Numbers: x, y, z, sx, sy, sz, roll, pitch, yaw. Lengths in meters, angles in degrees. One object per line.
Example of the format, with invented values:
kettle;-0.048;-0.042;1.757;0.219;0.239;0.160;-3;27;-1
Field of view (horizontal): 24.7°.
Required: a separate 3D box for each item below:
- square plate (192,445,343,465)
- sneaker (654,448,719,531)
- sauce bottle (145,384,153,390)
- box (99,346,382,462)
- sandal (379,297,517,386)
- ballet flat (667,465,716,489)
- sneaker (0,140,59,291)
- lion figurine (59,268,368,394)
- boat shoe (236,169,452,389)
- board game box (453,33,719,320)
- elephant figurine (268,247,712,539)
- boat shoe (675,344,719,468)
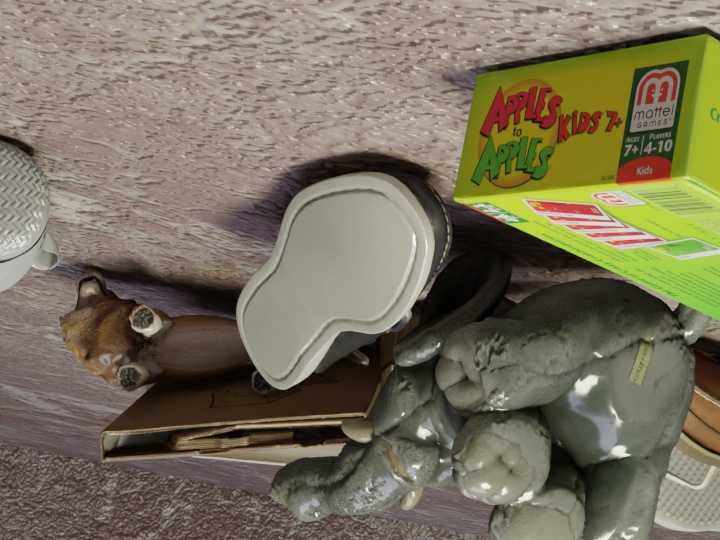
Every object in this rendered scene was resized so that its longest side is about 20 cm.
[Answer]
square plate;0.018;0.095;1.097;0.196;0.029;0.199;0;-171;28
sneaker;0.250;0.171;1.283;0.199;0.075;0.082;20;162;-31
sauce bottle;-0.115;0.099;1.327;0.065;0.067;0.200;9;168;14
box;-0.065;0.083;1.044;0.161;0.022;0.200;-5;-172;7
sandal;0.067;0.055;0.940;0.053;0.081;0.200;-1;175;-22
ballet flat;0.229;0.104;1.010;0.198;0.068;0.068;7;168;22
sneaker;-0.248;-0.030;0.833;0.197;0.076;0.115;8;165;2
lion figurine;-0.097;0.046;1.055;0.197;0.073;0.122;8;179;-5
boat shoe;0.000;0.000;0.770;0.060;0.074;0.200;-27;168;-29
board game box;0.140;-0.019;0.583;0.199;0.048;0.101;22;165;-38
elephant figurine;0.058;0.059;0.783;0.153;0.143;0.200;0;-177;-23
boat shoe;0.215;0.074;0.912;0.199;0.072;0.068;34;118;-30
